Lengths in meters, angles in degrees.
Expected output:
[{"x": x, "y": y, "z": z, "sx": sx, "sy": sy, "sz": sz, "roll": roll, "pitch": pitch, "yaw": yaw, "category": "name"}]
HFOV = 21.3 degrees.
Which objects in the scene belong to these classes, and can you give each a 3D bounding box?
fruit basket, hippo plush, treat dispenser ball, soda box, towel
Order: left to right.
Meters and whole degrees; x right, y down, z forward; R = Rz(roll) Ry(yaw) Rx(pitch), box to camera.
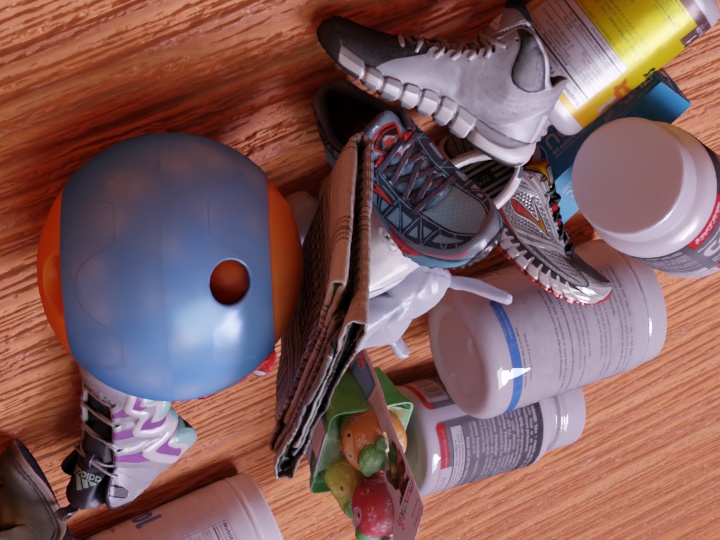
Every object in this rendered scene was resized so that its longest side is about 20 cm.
[{"x": -0.142, "y": -0.003, "z": 1.439, "sx": 0.200, "sy": 0.201, "sz": 0.201, "roll": -22, "pitch": 147, "yaw": -15, "category": "treat dispenser ball"}, {"x": -0.034, "y": 0.027, "z": 1.438, "sx": 0.034, "sy": 0.201, "sz": 0.193, "roll": 14, "pitch": 133, "yaw": -13, "category": "towel"}, {"x": 0.000, "y": 0.000, "z": 1.662, "sx": 0.199, "sy": 0.160, "sz": 0.161, "roll": -20, "pitch": 172, "yaw": -10, "category": "hippo plush"}, {"x": 0.006, "y": 0.203, "z": 1.849, "sx": 0.093, "sy": 0.201, "sz": 0.186, "roll": -2, "pitch": 140, "yaw": -16, "category": "fruit basket"}, {"x": 0.193, "y": -0.111, "z": 1.709, "sx": 0.200, "sy": 0.064, "sz": 0.068, "roll": -43, "pitch": 147, "yaw": 17, "category": "soda box"}]

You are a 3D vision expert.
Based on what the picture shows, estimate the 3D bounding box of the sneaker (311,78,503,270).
[{"x": 0.026, "y": -0.077, "z": 1.484, "sx": 0.079, "sy": 0.200, "sz": 0.096, "roll": -45, "pitch": 148, "yaw": -7, "category": "sneaker"}]

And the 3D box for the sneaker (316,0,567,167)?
[{"x": 0.072, "y": -0.174, "z": 1.478, "sx": 0.199, "sy": 0.075, "sz": 0.116, "roll": 28, "pitch": 108, "yaw": -19, "category": "sneaker"}]

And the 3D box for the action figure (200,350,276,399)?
[{"x": -0.142, "y": 0.067, "z": 1.664, "sx": 0.099, "sy": 0.065, "sz": 0.200, "roll": -45, "pitch": 146, "yaw": 4, "category": "action figure"}]

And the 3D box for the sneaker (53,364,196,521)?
[{"x": -0.224, "y": 0.155, "z": 1.665, "sx": 0.140, "sy": 0.078, "sz": 0.200, "roll": -50, "pitch": 149, "yaw": -11, "category": "sneaker"}]

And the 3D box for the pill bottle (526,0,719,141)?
[{"x": 0.184, "y": -0.186, "z": 1.557, "sx": 0.200, "sy": 0.110, "sz": 0.109, "roll": -38, "pitch": 148, "yaw": 10, "category": "pill bottle"}]

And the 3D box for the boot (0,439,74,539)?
[{"x": -0.318, "y": 0.226, "z": 1.720, "sx": 0.096, "sy": 0.075, "sz": 0.200, "roll": -27, "pitch": 150, "yaw": -13, "category": "boot"}]

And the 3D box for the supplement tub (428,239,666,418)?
[{"x": 0.178, "y": 0.054, "z": 1.842, "sx": 0.199, "sy": 0.132, "sz": 0.132, "roll": -16, "pitch": 145, "yaw": -22, "category": "supplement tub"}]

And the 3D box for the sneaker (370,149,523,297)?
[{"x": 0.045, "y": -0.045, "z": 1.556, "sx": 0.199, "sy": 0.073, "sz": 0.071, "roll": -36, "pitch": 175, "yaw": -11, "category": "sneaker"}]

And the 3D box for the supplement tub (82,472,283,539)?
[{"x": -0.179, "y": 0.294, "z": 1.877, "sx": 0.199, "sy": 0.132, "sz": 0.132, "roll": -22, "pitch": 147, "yaw": -16, "category": "supplement tub"}]

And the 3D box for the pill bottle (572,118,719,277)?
[{"x": 0.257, "y": -0.062, "z": 1.628, "sx": 0.114, "sy": 0.114, "sz": 0.200, "roll": -41, "pitch": 158, "yaw": 14, "category": "pill bottle"}]

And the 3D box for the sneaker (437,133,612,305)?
[{"x": 0.146, "y": -0.049, "z": 1.647, "sx": 0.082, "sy": 0.200, "sz": 0.078, "roll": -44, "pitch": -177, "yaw": 9, "category": "sneaker"}]

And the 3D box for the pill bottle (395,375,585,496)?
[{"x": 0.124, "y": 0.155, "z": 1.963, "sx": 0.199, "sy": 0.114, "sz": 0.114, "roll": -12, "pitch": 143, "yaw": -29, "category": "pill bottle"}]
